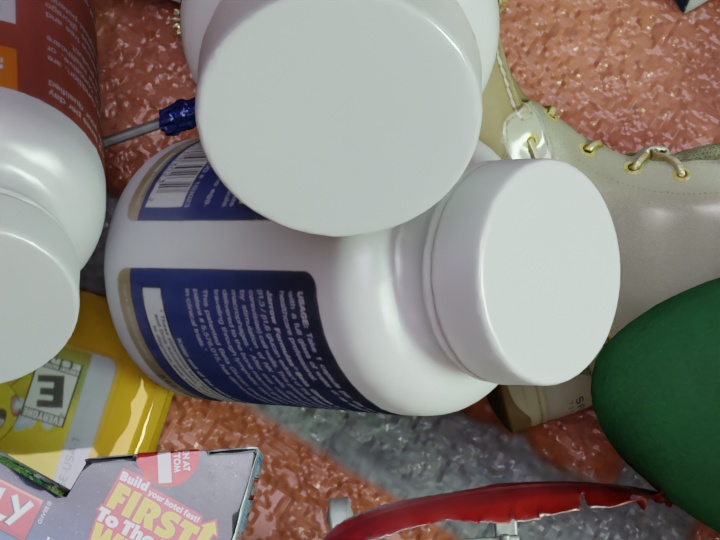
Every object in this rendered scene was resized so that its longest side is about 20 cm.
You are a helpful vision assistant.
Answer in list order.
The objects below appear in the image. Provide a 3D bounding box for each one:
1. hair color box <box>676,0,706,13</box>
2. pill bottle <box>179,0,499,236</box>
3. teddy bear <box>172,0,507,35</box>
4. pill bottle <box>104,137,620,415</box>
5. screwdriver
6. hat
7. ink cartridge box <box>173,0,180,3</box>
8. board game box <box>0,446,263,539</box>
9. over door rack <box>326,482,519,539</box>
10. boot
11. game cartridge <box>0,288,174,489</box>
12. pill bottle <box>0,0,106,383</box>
[{"bbox_3d":[0.177,-0.188,0.900,0.099,0.200,0.061,-27,77,-7],"label":"hair color box"},{"bbox_3d":[-0.007,-0.108,0.784,0.113,0.115,0.201,0,36,0],"label":"pill bottle"},{"bbox_3d":[0.011,-0.140,0.965,0.144,0.067,0.201,29,84,12],"label":"teddy bear"},{"bbox_3d":[0.000,0.000,0.846,0.199,0.111,0.112,1,69,45],"label":"pill bottle"},{"bbox_3d":[-0.100,-0.056,0.931,0.198,0.028,0.029,-21,53,13],"label":"screwdriver"},{"bbox_3d":[0.104,0.052,0.862,0.174,0.200,0.167,1,77,21],"label":"hat"},{"bbox_3d":[-0.137,-0.208,0.996,0.198,0.047,0.162,15,75,-14],"label":"ink cartridge box"},{"bbox_3d":[-0.129,0.131,0.807,0.199,0.062,0.201,29,80,3],"label":"board game box"},{"bbox_3d":[-0.001,0.192,0.876,0.146,0.067,0.202,-5,89,-1],"label":"over door rack"},{"bbox_3d":[0.108,-0.046,0.914,0.153,0.072,0.202,-14,97,-5],"label":"boot"},{"bbox_3d":[-0.184,0.093,0.913,0.175,0.032,0.202,16,75,4],"label":"game cartridge"},{"bbox_3d":[-0.159,-0.054,0.870,0.111,0.113,0.201,-9,45,-2],"label":"pill bottle"}]
